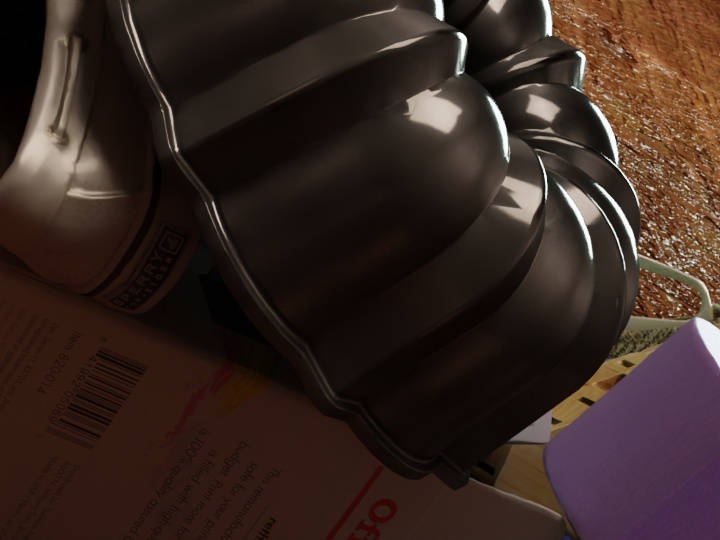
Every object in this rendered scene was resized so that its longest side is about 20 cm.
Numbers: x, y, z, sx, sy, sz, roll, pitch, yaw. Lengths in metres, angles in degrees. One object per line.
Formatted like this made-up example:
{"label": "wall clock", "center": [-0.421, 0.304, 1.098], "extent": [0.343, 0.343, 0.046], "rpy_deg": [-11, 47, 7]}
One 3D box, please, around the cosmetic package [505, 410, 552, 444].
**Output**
{"label": "cosmetic package", "center": [0.000, 0.000, 1.044], "extent": [0.081, 0.113, 0.200], "rpy_deg": [4, 1, -19]}

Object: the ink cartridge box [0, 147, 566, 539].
{"label": "ink cartridge box", "center": [-0.052, 0.058, 0.883], "extent": [0.200, 0.117, 0.067], "rpy_deg": [25, 26, -24]}

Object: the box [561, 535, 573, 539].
{"label": "box", "center": [0.088, 0.114, 1.126], "extent": [0.122, 0.048, 0.200], "rpy_deg": [33, 15, 11]}

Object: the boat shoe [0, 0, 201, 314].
{"label": "boat shoe", "center": [-0.093, -0.070, 0.841], "extent": [0.070, 0.071, 0.200], "rpy_deg": [22, 35, -29]}

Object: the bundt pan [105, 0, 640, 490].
{"label": "bundt pan", "center": [0.014, -0.045, 0.834], "extent": [0.202, 0.076, 0.202], "rpy_deg": [52, 22, -30]}

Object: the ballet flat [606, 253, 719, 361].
{"label": "ballet flat", "center": [0.069, 0.022, 1.180], "extent": [0.199, 0.076, 0.068], "rpy_deg": [3, 6, 6]}

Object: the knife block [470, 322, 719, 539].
{"label": "knife block", "center": [0.147, 0.107, 1.060], "extent": [0.199, 0.176, 0.064], "rpy_deg": [-18, 10, -13]}

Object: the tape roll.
{"label": "tape roll", "center": [0.145, 0.110, 0.919], "extent": [0.200, 0.066, 0.200], "rpy_deg": [47, 10, -11]}

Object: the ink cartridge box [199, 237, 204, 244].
{"label": "ink cartridge box", "center": [-0.116, -0.039, 0.938], "extent": [0.199, 0.084, 0.146], "rpy_deg": [-4, 38, -12]}
